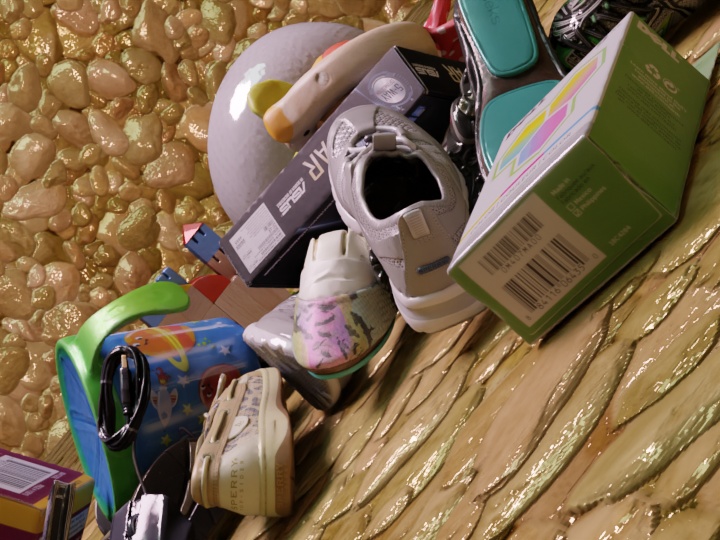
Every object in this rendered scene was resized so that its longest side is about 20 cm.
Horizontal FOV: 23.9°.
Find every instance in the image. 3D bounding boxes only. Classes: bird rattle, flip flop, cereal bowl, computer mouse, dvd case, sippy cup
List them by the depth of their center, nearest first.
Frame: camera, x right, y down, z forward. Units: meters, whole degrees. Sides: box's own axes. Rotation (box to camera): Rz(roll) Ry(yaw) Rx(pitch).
[{"bbox_3d":[-0.183,0.224,0.958,0.149,0.016,0.202,138,140,-74],"label":"dvd case"},{"bbox_3d":[-0.144,0.137,1.078,0.058,0.034,0.201,-30,58,25],"label":"computer mouse"},{"bbox_3d":[-0.150,0.198,1.122,0.201,0.081,0.058,-54,-10,-28],"label":"flip flop"},{"bbox_3d":[-0.137,0.096,1.216,0.129,0.141,0.178,-16,-15,-19],"label":"sippy cup"},{"bbox_3d":[0.011,-0.129,1.226,0.199,0.113,0.163,-28,-7,19],"label":"bird rattle"},{"bbox_3d":[-0.020,-0.101,1.375,0.201,0.200,0.083,-52,30,-15],"label":"cereal bowl"}]

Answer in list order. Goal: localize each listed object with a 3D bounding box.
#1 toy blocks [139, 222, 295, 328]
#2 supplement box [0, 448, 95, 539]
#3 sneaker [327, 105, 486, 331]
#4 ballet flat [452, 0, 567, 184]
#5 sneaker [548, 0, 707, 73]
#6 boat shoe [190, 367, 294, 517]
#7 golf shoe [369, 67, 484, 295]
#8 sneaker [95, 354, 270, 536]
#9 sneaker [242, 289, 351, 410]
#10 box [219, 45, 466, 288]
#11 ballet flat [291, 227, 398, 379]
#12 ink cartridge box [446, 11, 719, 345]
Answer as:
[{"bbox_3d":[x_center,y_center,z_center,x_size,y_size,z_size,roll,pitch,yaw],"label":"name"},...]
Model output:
[{"bbox_3d":[-0.142,0.053,1.493,0.200,0.136,0.100,-52,8,-9],"label":"toy blocks"},{"bbox_3d":[-0.265,0.231,1.153,0.131,0.102,0.202,-14,-61,-84],"label":"supplement box"},{"bbox_3d":[0.025,-0.053,0.970,0.074,0.082,0.200,-24,35,-4],"label":"sneaker"},{"bbox_3d":[0.102,-0.101,1.038,0.067,0.069,0.201,-15,51,11],"label":"ballet flat"},{"bbox_3d":[0.165,-0.157,1.032,0.086,0.078,0.200,-58,0,-11],"label":"sneaker"},{"bbox_3d":[-0.077,0.104,1.065,0.200,0.062,0.074,-142,50,-81],"label":"boat shoe"},{"bbox_3d":[0.065,-0.044,1.096,0.201,0.077,0.088,-57,-13,-36],"label":"golf shoe"},{"bbox_3d":[-0.135,0.128,1.321,0.200,0.074,0.085,-52,5,-11],"label":"sneaker"},{"bbox_3d":[-0.031,0.037,1.171,0.082,0.075,0.200,-47,10,0],"label":"sneaker"},{"bbox_3d":[0.014,-0.067,1.219,0.200,0.044,0.160,-46,-25,24],"label":"box"},{"bbox_3d":[0.000,0.000,1.088,0.068,0.072,0.200,-4,19,22],"label":"ballet flat"},{"bbox_3d":[0.116,-0.061,0.853,0.104,0.059,0.200,-45,10,34],"label":"ink cartridge box"}]
